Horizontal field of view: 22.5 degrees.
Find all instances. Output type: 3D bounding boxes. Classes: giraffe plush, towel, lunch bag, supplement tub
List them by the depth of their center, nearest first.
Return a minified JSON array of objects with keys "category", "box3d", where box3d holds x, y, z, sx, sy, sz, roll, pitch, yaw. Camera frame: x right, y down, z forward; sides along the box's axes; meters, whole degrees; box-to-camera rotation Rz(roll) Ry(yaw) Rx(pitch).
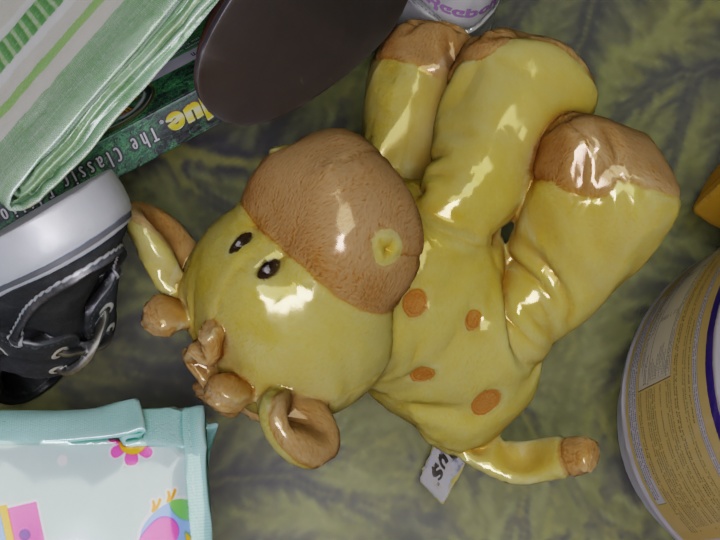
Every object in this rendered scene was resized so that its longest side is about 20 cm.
[{"category":"lunch bag","box3d":[-0.135,0.142,0.666,0.170,0.122,0.201,-1,107,-6]},{"category":"giraffe plush","box3d":[0.000,0.000,0.692,0.162,0.172,0.201,2,101,-44]},{"category":"supplement tub","box3d":[0.181,0.049,0.692,0.145,0.200,0.146,1,79,-6]},{"category":"towel","box3d":[-0.114,-0.110,0.712,0.153,0.200,0.023,-49,124,-3]}]

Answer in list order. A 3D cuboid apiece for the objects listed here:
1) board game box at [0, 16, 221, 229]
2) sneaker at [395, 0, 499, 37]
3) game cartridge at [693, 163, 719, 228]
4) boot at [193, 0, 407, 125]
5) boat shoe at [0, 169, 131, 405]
[{"category":"board game box","box3d":[-0.110,-0.071,0.754,0.200,0.105,0.024,-29,123,-10]},{"category":"sneaker","box3d":[0.036,-0.192,0.791,0.075,0.100,0.201,-6,79,-11]},{"category":"game cartridge","box3d":[0.250,-0.009,0.725,0.200,0.176,0.032,29,70,0]},{"category":"boot","box3d":[-0.047,-0.159,0.752,0.187,0.200,0.064,-52,129,-7]},{"category":"boat shoe","box3d":[-0.118,0.011,0.684,0.069,0.200,0.057,-34,92,-21]}]
